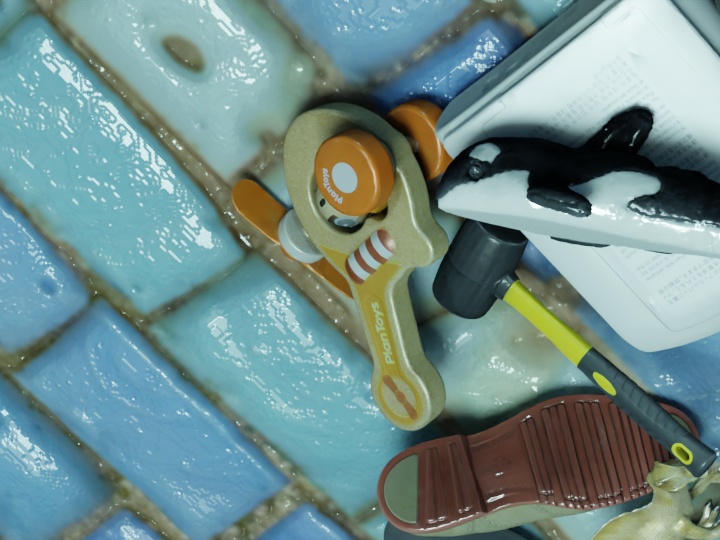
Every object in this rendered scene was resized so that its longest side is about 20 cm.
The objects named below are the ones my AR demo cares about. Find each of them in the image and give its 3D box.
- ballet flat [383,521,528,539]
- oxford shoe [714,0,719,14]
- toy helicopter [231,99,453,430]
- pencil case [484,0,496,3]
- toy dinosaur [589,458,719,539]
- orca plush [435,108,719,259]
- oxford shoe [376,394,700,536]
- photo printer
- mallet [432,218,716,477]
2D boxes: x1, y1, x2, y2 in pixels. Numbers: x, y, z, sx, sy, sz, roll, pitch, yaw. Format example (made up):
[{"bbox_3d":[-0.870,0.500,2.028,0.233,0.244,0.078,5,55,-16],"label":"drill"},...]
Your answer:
[{"bbox_3d":[0.105,0.215,1.122,0.199,0.073,0.073,26,122,-1],"label":"ballet flat"},{"bbox_3d":[0.261,-0.086,0.872,0.084,0.073,0.200,-35,81,31],"label":"oxford shoe"},{"bbox_3d":[0.000,0.000,1.019,0.132,0.079,0.201,-3,109,41],"label":"toy helicopter"},{"bbox_3d":[0.097,-0.232,0.865,0.089,0.078,0.201,-4,120,-4],"label":"pencil case"},{"bbox_3d":[0.181,0.174,1.063,0.101,0.058,0.201,1,128,-22],"label":"toy dinosaur"},{"bbox_3d":[0.138,-0.051,0.879,0.199,0.105,0.071,8,84,36],"label":"orca plush"},{"bbox_3d":[0.112,0.124,1.084,0.199,0.071,0.075,-9,161,8],"label":"oxford shoe"},{"bbox_3d":[0.165,-0.056,0.953,0.200,0.070,0.166,45,120,-13],"label":"photo printer"},{"bbox_3d":[0.119,0.052,1.002,0.200,0.041,0.066,49,130,15],"label":"mallet"}]
